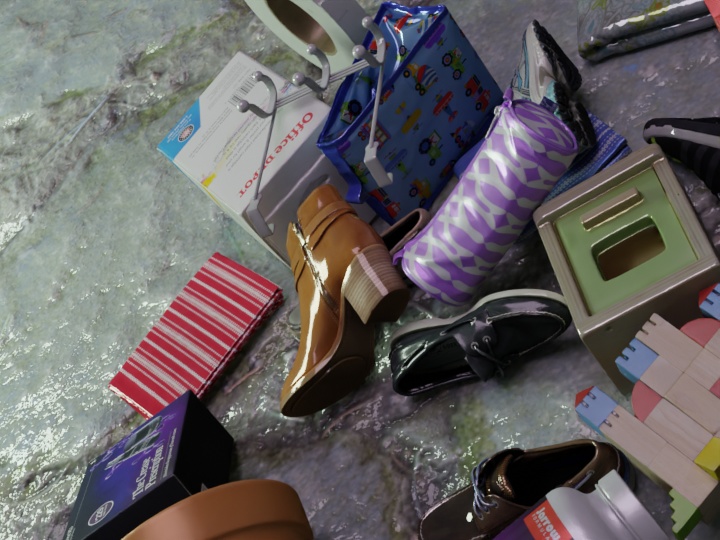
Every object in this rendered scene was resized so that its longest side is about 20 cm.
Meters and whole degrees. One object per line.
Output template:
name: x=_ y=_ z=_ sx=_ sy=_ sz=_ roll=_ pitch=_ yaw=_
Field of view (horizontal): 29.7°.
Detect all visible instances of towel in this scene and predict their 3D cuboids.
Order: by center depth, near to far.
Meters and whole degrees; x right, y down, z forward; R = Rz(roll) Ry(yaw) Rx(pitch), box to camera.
towel: x=0.171 y=-0.112 z=1.331 sx=0.144 sy=0.024 sz=0.200 roll=-40 pitch=27 yaw=5
towel: x=0.316 y=-0.314 z=1.398 sx=0.198 sy=0.048 sz=0.173 roll=-14 pitch=50 yaw=29
towel: x=-0.182 y=0.079 z=1.486 sx=0.144 sy=0.023 sz=0.201 roll=25 pitch=73 yaw=47

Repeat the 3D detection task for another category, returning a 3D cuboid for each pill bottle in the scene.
pill bottle: x=0.143 y=0.247 z=1.046 sx=0.200 sy=0.113 sz=0.113 roll=-41 pitch=43 yaw=4

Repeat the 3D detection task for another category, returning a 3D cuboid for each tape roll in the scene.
tape roll: x=-0.059 y=-0.294 z=1.552 sx=0.202 sy=0.203 sz=0.037 roll=27 pitch=75 yaw=45

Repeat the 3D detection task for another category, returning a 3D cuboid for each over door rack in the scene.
over door rack: x=-0.045 y=-0.148 z=1.304 sx=0.146 sy=0.067 sz=0.202 roll=-21 pitch=47 yaw=24

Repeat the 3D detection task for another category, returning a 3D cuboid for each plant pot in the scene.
plant pot: x=-0.115 y=0.295 z=1.160 sx=0.199 sy=0.200 sz=0.141 roll=-35 pitch=60 yaw=9

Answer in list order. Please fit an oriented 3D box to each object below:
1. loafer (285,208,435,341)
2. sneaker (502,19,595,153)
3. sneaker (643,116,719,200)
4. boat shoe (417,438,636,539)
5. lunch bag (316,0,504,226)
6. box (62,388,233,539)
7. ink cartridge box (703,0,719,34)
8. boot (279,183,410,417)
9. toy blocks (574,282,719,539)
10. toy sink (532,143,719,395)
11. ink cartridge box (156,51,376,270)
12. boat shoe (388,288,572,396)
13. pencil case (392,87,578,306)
loafer: x=0.000 y=0.000 z=1.380 sx=0.199 sy=0.063 sz=0.072 roll=-31 pitch=44 yaw=13
sneaker: x=0.165 y=-0.169 z=1.320 sx=0.086 sy=0.078 sz=0.201 roll=-34 pitch=30 yaw=25
sneaker: x=0.318 y=-0.091 z=1.206 sx=0.200 sy=0.071 sz=0.084 roll=-156 pitch=65 yaw=-64
boat shoe: x=0.126 y=0.185 z=1.136 sx=0.198 sy=0.072 sz=0.073 roll=-27 pitch=45 yaw=17
lunch bag: x=0.045 y=-0.149 z=1.397 sx=0.093 sy=0.151 sz=0.201 roll=14 pitch=66 yaw=42
box: x=-0.201 y=0.216 z=1.296 sx=0.141 sy=0.079 sz=0.200 roll=-38 pitch=15 yaw=8
ink cartridge box: x=0.389 y=-0.222 z=1.241 sx=0.108 sy=0.050 sz=0.202 roll=-28 pitch=59 yaw=16
boot: x=-0.045 y=0.030 z=1.329 sx=0.156 sy=0.076 sz=0.201 roll=55 pitch=128 yaw=34
toy blocks: x=0.263 y=0.093 z=1.063 sx=0.200 sy=0.100 sz=0.136 roll=-48 pitch=57 yaw=-5
toy sink: x=0.236 y=-0.020 z=1.184 sx=0.129 sy=0.112 sz=0.202 roll=-28 pitch=45 yaw=15
ink cartridge box: x=-0.091 y=-0.112 z=1.475 sx=0.148 sy=0.145 sz=0.200 roll=-48 pitch=43 yaw=-3
boat shoe: x=0.105 y=0.072 z=1.234 sx=0.197 sy=0.075 sz=0.067 roll=-13 pitch=45 yaw=32
pencil case: x=0.115 y=-0.063 z=1.226 sx=0.201 sy=0.085 sz=0.084 roll=-57 pitch=10 yaw=23
